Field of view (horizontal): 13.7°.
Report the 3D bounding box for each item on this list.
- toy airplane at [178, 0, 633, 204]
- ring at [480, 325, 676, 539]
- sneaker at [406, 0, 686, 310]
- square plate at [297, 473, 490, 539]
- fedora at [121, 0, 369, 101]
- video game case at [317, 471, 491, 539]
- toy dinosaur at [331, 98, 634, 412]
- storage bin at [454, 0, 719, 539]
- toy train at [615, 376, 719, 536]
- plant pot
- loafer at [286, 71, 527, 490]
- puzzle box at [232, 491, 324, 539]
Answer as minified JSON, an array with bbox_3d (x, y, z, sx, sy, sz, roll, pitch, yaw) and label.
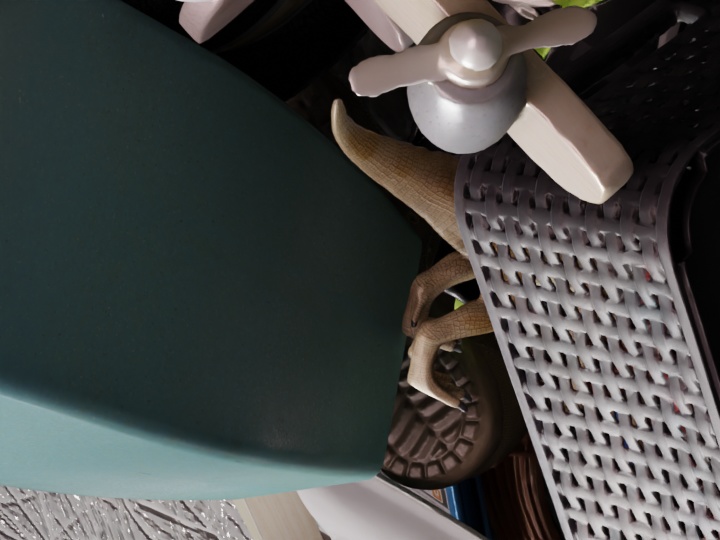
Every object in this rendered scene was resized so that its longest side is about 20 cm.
[{"bbox_3d":[-0.020,-0.117,0.846,0.200,0.141,0.200,16,133,40],"label":"toy airplane"},{"bbox_3d":[0.113,0.110,1.147,0.200,0.019,0.201,33,141,31],"label":"ring"},{"bbox_3d":[0.057,-0.058,1.001,0.072,0.083,0.200,31,141,32],"label":"sneaker"},{"bbox_3d":[0.069,0.153,1.104,0.198,0.028,0.200,28,163,48],"label":"square plate"},{"bbox_3d":[-0.078,-0.135,1.008,0.200,0.092,0.201,11,112,29],"label":"fedora"},{"bbox_3d":[0.005,0.087,1.252,0.143,0.018,0.200,30,141,45],"label":"video game case"},{"bbox_3d":[0.047,-0.010,0.986,0.101,0.200,0.058,-63,34,20],"label":"toy dinosaur"},{"bbox_3d":[0.128,0.024,0.933,0.094,0.135,0.200,9,126,49],"label":"storage bin"},{"bbox_3d":[0.124,0.114,1.090,0.046,0.034,0.200,34,145,51],"label":"toy train"},{"bbox_3d":[-0.087,0.002,1.007,0.200,0.142,0.141,22,159,-33],"label":"plant pot"},{"bbox_3d":[0.000,0.000,1.128,0.076,0.067,0.200,-38,64,20],"label":"loafer"},{"bbox_3d":[-0.061,0.041,1.211,0.133,0.025,0.200,59,173,38],"label":"puzzle box"}]
